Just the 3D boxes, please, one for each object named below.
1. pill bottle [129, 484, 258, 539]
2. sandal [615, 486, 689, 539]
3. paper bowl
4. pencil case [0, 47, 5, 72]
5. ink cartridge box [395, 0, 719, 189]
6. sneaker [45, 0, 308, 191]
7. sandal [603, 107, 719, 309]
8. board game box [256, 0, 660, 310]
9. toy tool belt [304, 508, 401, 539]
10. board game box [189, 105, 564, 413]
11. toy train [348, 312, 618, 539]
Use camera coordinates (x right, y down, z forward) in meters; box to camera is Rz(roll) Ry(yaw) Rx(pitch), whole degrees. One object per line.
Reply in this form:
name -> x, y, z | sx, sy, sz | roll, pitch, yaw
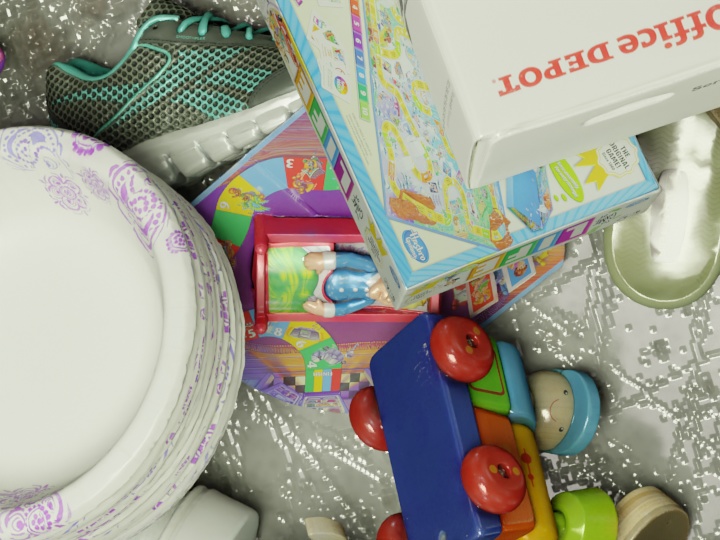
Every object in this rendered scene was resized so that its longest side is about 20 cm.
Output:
pill bottle -> -0.161, 0.127, 1.491 | 0.199, 0.114, 0.115 | 23, 107, 10
sandal -> 0.085, 0.189, 1.476 | 0.070, 0.077, 0.212 | 40, 105, 37
paper bowl -> -0.150, 0.039, 1.390 | 0.199, 0.104, 0.202 | -6, 74, 22
pencil case -> -0.254, -0.048, 1.491 | 0.088, 0.088, 0.201 | 31, 111, 7
ink cartridge box -> 0.083, -0.157, 1.320 | 0.145, 0.084, 0.201 | -18, 77, -7
sneaker -> -0.074, -0.098, 1.441 | 0.199, 0.078, 0.092 | -22, 89, 15
sandal -> 0.151, -0.080, 1.387 | 0.079, 0.057, 0.203 | 1, 98, 14
board game box -> 0.038, -0.098, 1.364 | 0.134, 0.034, 0.201 | -21, 77, -13
toy tool belt -> -0.013, 0.183, 1.441 | 0.125, 0.122, 0.201 | 45, 115, 41
board game box -> 0.000, 0.000, 1.419 | 0.200, 0.039, 0.158 | -39, 118, 22
toy train -> 0.075, 0.123, 1.383 | 0.085, 0.115, 0.201 | -42, 49, 40
